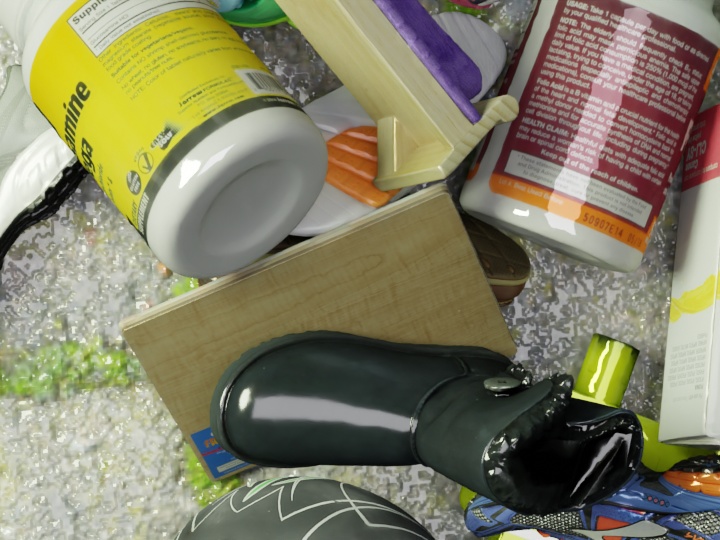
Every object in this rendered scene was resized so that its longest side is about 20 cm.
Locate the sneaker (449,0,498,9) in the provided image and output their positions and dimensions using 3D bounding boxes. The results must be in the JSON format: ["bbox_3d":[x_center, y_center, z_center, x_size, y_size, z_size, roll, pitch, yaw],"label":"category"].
[{"bbox_3d":[0.093,-0.250,1.633,0.080,0.075,0.201,25,89,-6],"label":"sneaker"}]

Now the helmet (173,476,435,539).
[{"bbox_3d":[-0.029,0.212,1.563,0.198,0.200,0.192,-4,85,-6],"label":"helmet"}]

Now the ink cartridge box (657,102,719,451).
[{"bbox_3d":[0.260,0.012,1.630,0.144,0.083,0.202,8,82,-14],"label":"ink cartridge box"}]

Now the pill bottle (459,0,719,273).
[{"bbox_3d":[0.143,-0.110,1.620,0.113,0.114,0.201,22,89,-6],"label":"pill bottle"}]

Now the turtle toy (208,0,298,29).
[{"bbox_3d":[-0.075,-0.229,1.601,0.145,0.101,0.201,-28,93,-5],"label":"turtle toy"}]

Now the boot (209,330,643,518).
[{"bbox_3d":[0.037,0.084,1.526,0.199,0.168,0.077,-1,99,-25],"label":"boot"}]

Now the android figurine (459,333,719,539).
[{"bbox_3d":[0.147,0.146,1.661,0.181,0.041,0.201,22,86,-6],"label":"android figurine"}]

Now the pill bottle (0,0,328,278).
[{"bbox_3d":[-0.115,-0.099,1.537,0.112,0.113,0.200,-38,61,-4],"label":"pill bottle"}]

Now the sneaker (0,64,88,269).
[{"bbox_3d":[-0.234,-0.033,1.607,0.079,0.074,0.200,41,80,4],"label":"sneaker"}]

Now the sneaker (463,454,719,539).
[{"bbox_3d":[0.152,0.147,1.577,0.199,0.075,0.079,-1,94,23],"label":"sneaker"}]

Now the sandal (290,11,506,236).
[{"bbox_3d":[0.012,-0.072,1.621,0.079,0.059,0.206,39,57,17],"label":"sandal"}]

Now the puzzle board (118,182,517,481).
[{"bbox_3d":[-0.022,0.036,1.596,0.199,0.017,0.151,-23,137,3],"label":"puzzle board"}]

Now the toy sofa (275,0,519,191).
[{"bbox_3d":[0.000,-0.148,1.524,0.098,0.083,0.200,-46,106,-23],"label":"toy sofa"}]

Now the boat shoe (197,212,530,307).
[{"bbox_3d":[0.000,0.000,1.635,0.198,0.072,0.068,4,123,-14],"label":"boat shoe"}]
